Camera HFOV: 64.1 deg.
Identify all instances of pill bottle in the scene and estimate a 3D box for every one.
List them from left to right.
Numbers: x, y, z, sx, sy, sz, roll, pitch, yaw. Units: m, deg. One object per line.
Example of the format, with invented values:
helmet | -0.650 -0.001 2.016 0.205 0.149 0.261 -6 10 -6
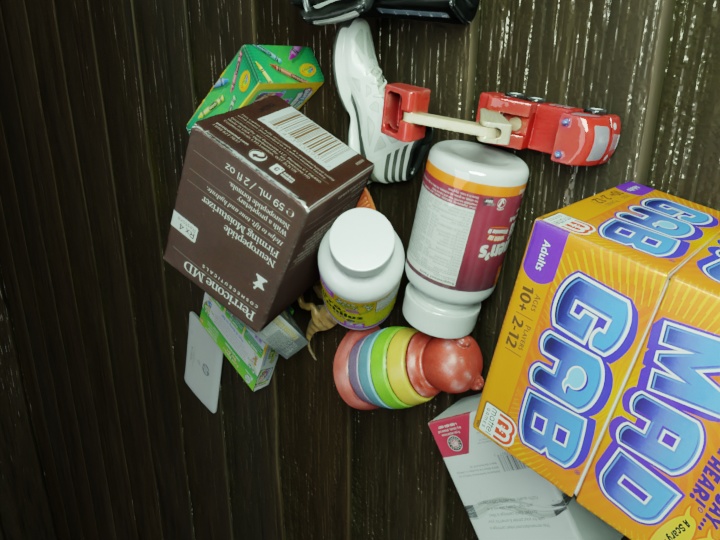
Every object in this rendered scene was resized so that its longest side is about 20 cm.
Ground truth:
pill bottle | 0.000 0.000 0.706 0.105 0.103 0.200 55 168 16
pill bottle | 0.110 -0.033 0.646 0.109 0.109 0.203 30 124 34

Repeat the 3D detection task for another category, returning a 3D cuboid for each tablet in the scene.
tablet | -0.345 0.202 1.258 0.129 0.014 0.203 36 127 32

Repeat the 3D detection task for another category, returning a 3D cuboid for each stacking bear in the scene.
stacking bear | 0.069 0.122 0.748 0.198 0.113 0.124 -15 93 42

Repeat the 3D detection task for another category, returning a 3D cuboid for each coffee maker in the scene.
coffee maker | 0.032 -0.334 0.601 0.197 0.192 0.137 14 122 23

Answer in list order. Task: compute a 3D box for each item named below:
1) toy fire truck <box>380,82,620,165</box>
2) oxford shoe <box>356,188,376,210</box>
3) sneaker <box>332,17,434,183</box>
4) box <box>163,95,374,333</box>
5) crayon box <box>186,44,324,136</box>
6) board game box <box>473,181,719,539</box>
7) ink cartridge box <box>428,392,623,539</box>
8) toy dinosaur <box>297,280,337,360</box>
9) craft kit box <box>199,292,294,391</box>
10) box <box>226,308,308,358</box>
toy fire truck | 0.133 -0.143 0.562 0.198 0.140 0.050 26 122 37
oxford shoe | -0.028 -0.118 0.800 0.071 0.073 0.202 -28 99 13
sneaker | 0.037 -0.206 0.701 0.114 0.075 0.204 7 116 35
box | -0.114 -0.073 0.712 0.165 0.164 0.202 35 127 9
crayon box | -0.157 -0.242 0.839 0.199 0.118 0.059 -31 82 46
board game box | 0.247 0.067 0.475 0.199 0.198 0.203 30 124 35
ink cartridge box | 0.190 0.245 0.678 0.145 0.083 0.203 -30 82 46
toy dinosaur | -0.062 0.070 0.892 0.199 0.060 0.107 -37 79 46
craft kit box | -0.219 0.086 1.070 0.200 0.048 0.199 44 128 26
box | -0.164 0.031 0.869 0.159 0.048 0.200 54 178 30
